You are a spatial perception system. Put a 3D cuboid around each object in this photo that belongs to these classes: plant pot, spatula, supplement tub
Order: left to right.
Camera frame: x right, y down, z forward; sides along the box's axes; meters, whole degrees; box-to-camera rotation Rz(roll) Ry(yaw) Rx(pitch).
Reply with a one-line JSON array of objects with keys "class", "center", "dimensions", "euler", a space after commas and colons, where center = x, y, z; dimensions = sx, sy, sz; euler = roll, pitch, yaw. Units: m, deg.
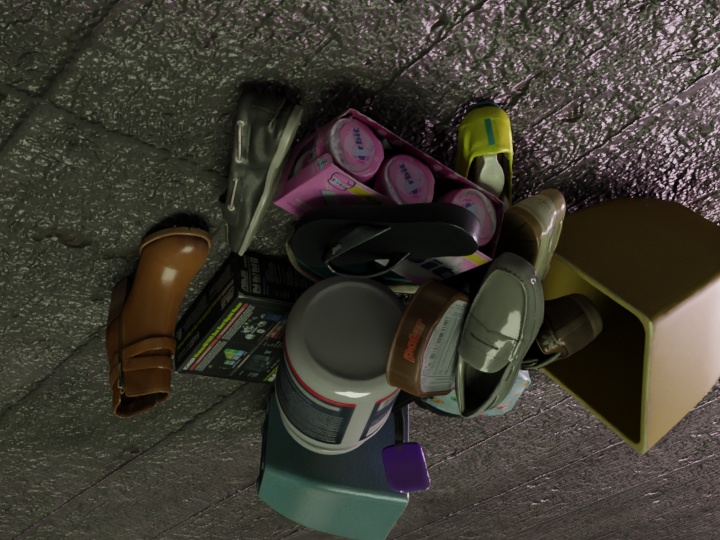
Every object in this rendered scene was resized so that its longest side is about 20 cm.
[{"class": "plant pot", "center": [-0.045, 0.260, 1.386], "dimensions": [0.197, 0.199, 0.197], "euler": [7, 147, -7]}, {"class": "supplement tub", "center": [-0.021, 0.109, 1.058], "dimensions": [0.138, 0.142, 0.201], "euler": [-1, 151, -11]}, {"class": "spatula", "center": [0.048, 0.189, 1.267], "dimensions": [0.056, 0.203, 0.021], "euler": [-12, 168, 16]}, {"class": "plant pot", "center": [0.316, 0.034, 1.060], "dimensions": [0.198, 0.194, 0.198], "euler": [-27, 131, -20]}]

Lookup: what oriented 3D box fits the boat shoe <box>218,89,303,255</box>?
[{"class": "boat shoe", "center": [-0.106, -0.094, 0.922], "dimensions": [0.056, 0.067, 0.201], "euler": [25, 138, -3]}]

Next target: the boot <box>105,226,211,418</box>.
[{"class": "boot", "center": [-0.220, 0.056, 1.038], "dimensions": [0.076, 0.157, 0.199], "euler": [21, 138, -38]}]

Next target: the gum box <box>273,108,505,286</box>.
[{"class": "gum box", "center": [0.024, -0.066, 0.917], "dimensions": [0.198, 0.067, 0.113], "euler": [28, 153, -24]}]

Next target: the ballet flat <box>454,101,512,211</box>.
[{"class": "ballet flat", "center": [0.125, -0.083, 0.976], "dimensions": [0.066, 0.068, 0.201], "euler": [-12, 148, -1]}]

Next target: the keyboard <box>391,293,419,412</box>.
[{"class": "keyboard", "center": [0.061, 0.089, 1.189], "dimensions": [0.020, 0.128, 0.200], "euler": [-20, 168, -41]}]

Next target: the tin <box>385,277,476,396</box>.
[{"class": "tin", "center": [0.079, 0.071, 0.968], "dimensions": [0.041, 0.113, 0.200], "euler": [26, -176, 20]}]

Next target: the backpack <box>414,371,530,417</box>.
[{"class": "backpack", "center": [0.149, 0.114, 1.237], "dimensions": [0.164, 0.128, 0.201], "euler": [-1, 152, -12]}]

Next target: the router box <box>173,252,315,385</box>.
[{"class": "router box", "center": [-0.122, 0.064, 1.162], "dimensions": [0.148, 0.063, 0.200], "euler": [11, 144, -30]}]

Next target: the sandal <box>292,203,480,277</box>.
[{"class": "sandal", "center": [0.012, -0.024, 0.857], "dimensions": [0.198, 0.043, 0.076], "euler": [-6, 148, 41]}]

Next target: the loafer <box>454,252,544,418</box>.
[{"class": "loafer", "center": [0.132, 0.070, 0.945], "dimensions": [0.069, 0.070, 0.202], "euler": [27, 138, 25]}]

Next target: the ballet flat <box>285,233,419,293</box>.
[{"class": "ballet flat", "center": [0.000, 0.000, 1.089], "dimensions": [0.197, 0.069, 0.062], "euler": [10, 158, -25]}]

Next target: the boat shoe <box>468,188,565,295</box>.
[{"class": "boat shoe", "center": [0.165, -0.008, 1.002], "dimensions": [0.065, 0.072, 0.201], "euler": [-37, 157, -26]}]

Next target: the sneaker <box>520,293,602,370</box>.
[{"class": "sneaker", "center": [0.182, 0.074, 1.041], "dimensions": [0.075, 0.071, 0.200], "euler": [-27, 171, -20]}]

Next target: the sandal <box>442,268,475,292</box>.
[{"class": "sandal", "center": [0.106, -0.001, 1.076], "dimensions": [0.076, 0.043, 0.200], "euler": [-47, 167, -2]}]
